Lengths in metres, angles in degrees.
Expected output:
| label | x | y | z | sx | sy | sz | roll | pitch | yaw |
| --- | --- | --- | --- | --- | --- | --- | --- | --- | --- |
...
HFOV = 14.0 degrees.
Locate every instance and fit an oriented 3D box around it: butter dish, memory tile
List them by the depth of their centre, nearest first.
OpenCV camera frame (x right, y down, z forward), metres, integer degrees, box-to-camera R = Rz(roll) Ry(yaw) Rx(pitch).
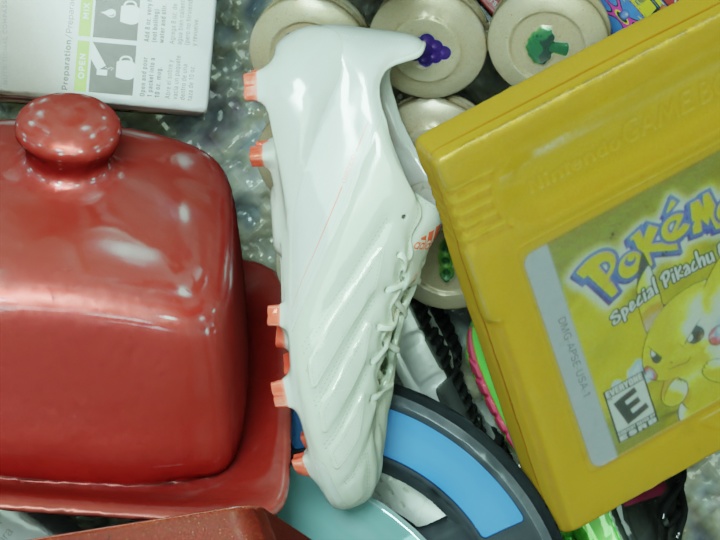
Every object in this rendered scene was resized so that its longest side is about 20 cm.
| label | x | y | z | sx | sy | sz | roll | pitch | yaw |
| --- | --- | --- | --- | --- | --- | --- | --- | --- | --- |
| butter dish | -0.123 | -0.003 | 1.206 | 0.199 | 0.200 | 0.148 | 4 | 122 | -4 |
| memory tile | 0.030 | -0.071 | 1.207 | 0.153 | 0.017 | 0.201 | -1 | 120 | 9 |

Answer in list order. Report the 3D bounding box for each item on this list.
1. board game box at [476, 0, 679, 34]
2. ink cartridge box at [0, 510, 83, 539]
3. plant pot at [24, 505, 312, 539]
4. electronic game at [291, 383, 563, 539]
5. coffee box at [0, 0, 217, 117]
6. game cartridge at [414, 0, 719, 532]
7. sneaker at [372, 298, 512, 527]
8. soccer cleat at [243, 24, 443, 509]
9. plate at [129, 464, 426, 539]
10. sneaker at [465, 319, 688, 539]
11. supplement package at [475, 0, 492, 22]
| label | x | y | z | sx | sy | sz | roll | pitch | yaw |
| --- | --- | --- | --- | --- | --- | --- | --- | --- | --- |
| board game box | 0.117 | -0.114 | 1.214 | 0.103 | 0.019 | 0.200 | -45 | 108 | 1 |
| ink cartridge box | -0.230 | 0.124 | 1.273 | 0.200 | 0.084 | 0.145 | 38 | 89 | -5 |
| plant pot | -0.081 | 0.194 | 1.149 | 0.199 | 0.200 | 0.177 | -9 | 77 | 7 |
| electronic game | 0.000 | 0.140 | 1.274 | 0.199 | 0.042 | 0.201 | 9 | 113 | 22 |
| coffee box | -0.162 | -0.113 | 1.254 | 0.199 | 0.113 | 0.080 | 4 | 92 | -5 |
| game cartridge | 0.127 | -0.009 | 1.208 | 0.176 | 0.032 | 0.200 | -28 | 127 | -11 |
| sneaker | 0.025 | 0.091 | 1.308 | 0.080 | 0.074 | 0.201 | -25 | 90 | 12 |
| soccer cleat | 0.000 | 0.000 | 1.187 | 0.077 | 0.069 | 0.201 | -5 | 102 | 5 |
| plate | -0.031 | 0.179 | 1.266 | 0.199 | 0.026 | 0.201 | 10 | 114 | 24 |
| sneaker | 0.121 | 0.091 | 1.304 | 0.084 | 0.077 | 0.201 | -29 | 104 | -14 |
| supplement package | 0.042 | -0.211 | 1.264 | 0.117 | 0.117 | 0.200 | -30 | 95 | -2 |
